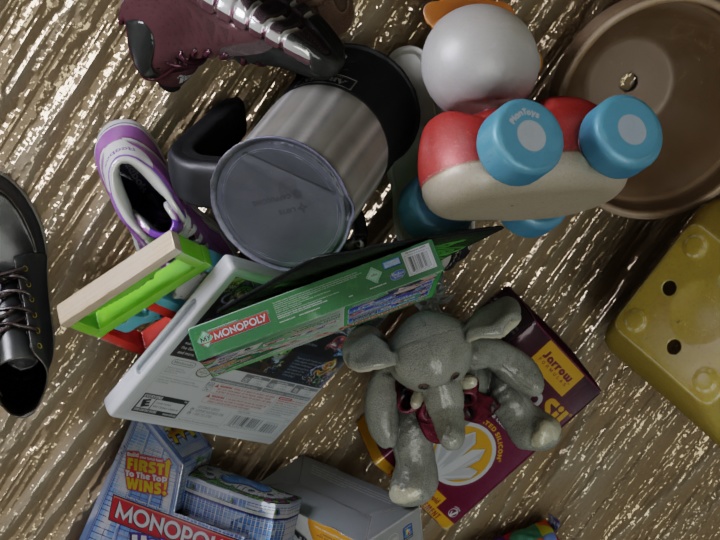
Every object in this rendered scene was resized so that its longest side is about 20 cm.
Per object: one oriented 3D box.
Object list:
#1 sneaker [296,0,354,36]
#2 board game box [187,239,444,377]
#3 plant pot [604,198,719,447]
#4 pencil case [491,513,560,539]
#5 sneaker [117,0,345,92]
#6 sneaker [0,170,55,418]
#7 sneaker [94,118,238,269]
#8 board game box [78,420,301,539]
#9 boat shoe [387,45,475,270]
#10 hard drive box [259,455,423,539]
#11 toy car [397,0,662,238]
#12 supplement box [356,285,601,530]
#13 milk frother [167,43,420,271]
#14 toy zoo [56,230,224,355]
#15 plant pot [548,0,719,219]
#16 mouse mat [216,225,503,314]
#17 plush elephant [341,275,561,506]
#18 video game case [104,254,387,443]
[{"bbox_3d":[-0.065,-0.264,1.246,0.070,0.076,0.200,-33,116,2],"label":"sneaker"},{"bbox_3d":[-0.035,0.033,1.233,0.199,0.135,0.029,-20,82,-4],"label":"board game box"},{"bbox_3d":[0.331,0.051,1.367,0.195,0.195,0.200,-53,148,11],"label":"plant pot"},{"bbox_3d":[0.119,0.315,1.534,0.199,0.088,0.089,-22,116,-3],"label":"pencil case"},{"bbox_3d":[-0.112,-0.181,1.254,0.200,0.076,0.116,33,119,12],"label":"sneaker"},{"bbox_3d":[-0.293,0.018,1.295,0.074,0.106,0.201,-14,115,-7],"label":"sneaker"},{"bbox_3d":[-0.160,-0.025,1.306,0.073,0.114,0.201,-35,117,1],"label":"sneaker"},{"bbox_3d":[-0.162,0.227,1.400,0.199,0.062,0.201,16,103,19],"label":"board game box"},{"bbox_3d":[0.063,-0.099,1.356,0.060,0.074,0.201,-20,104,-49],"label":"boat shoe"},{"bbox_3d":[-0.015,0.296,1.447,0.077,0.155,0.201,-28,121,-38],"label":"hard drive box"},{"bbox_3d":[0.119,-0.144,1.245,0.176,0.184,0.201,-5,76,-23],"label":"toy car"},{"bbox_3d":[0.110,0.129,1.450,0.200,0.086,0.110,-43,115,6],"label":"supplement box"},{"bbox_3d":[-0.044,-0.054,1.278,0.180,0.188,0.201,-11,115,27],"label":"milk frother"},{"bbox_3d":[-0.145,0.035,1.329,0.131,0.021,0.200,-31,148,22],"label":"toy zoo"},{"bbox_3d":[0.252,-0.154,1.359,0.200,0.093,0.202,-5,114,-10],"label":"plant pot"},{"bbox_3d":[0.000,0.000,1.244,0.199,0.161,0.008,-11,79,-39],"label":"mouse mat"},{"bbox_3d":[0.070,0.093,1.314,0.164,0.155,0.201,-17,85,9],"label":"plush elephant"},{"bbox_3d":[-0.097,0.074,1.351,0.200,0.023,0.182,17,122,-46],"label":"video game case"}]
